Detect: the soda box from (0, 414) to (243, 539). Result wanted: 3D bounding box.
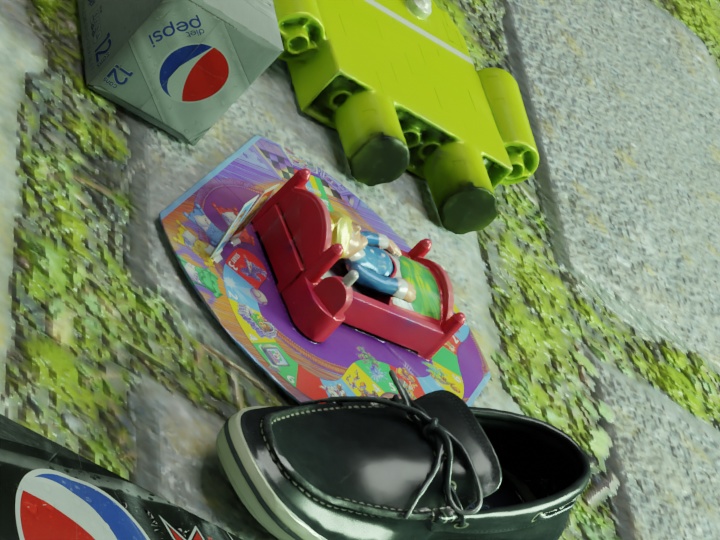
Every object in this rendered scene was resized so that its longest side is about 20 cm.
[{"bbox_3d":[-0.106,0.098,0.878,0.199,0.071,0.064,30,29,-29],"label":"soda box"}]

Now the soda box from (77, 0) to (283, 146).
[{"bbox_3d":[-0.090,-0.151,1.299,0.063,0.068,0.201,30,28,-30],"label":"soda box"}]

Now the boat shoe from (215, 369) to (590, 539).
[{"bbox_3d":[0.020,0.079,1.121,0.199,0.062,0.075,14,40,-47],"label":"boat shoe"}]

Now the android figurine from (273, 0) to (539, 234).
[{"bbox_3d":[0.014,-0.107,1.430,0.181,0.041,0.201,28,31,-32],"label":"android figurine"}]

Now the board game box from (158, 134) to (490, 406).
[{"bbox_3d":[0.000,0.000,1.235,0.158,0.039,0.200,45,25,0],"label":"board game box"}]
